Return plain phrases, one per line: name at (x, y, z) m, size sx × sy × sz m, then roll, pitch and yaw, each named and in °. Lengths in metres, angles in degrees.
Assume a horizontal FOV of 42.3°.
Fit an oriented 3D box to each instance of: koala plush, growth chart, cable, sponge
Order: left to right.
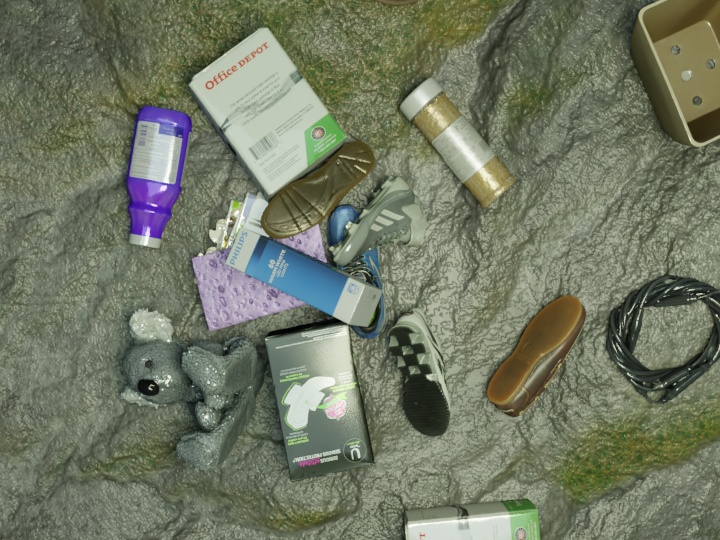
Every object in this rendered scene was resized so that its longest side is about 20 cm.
koala plush at (-0.255, 0.155, 1.343) m, size 0.196 × 0.184 × 0.181 m, roll 13°, pitch 112°, yaw 15°
growth chart at (-0.156, -0.042, 1.403) m, size 0.143 × 0.018 × 0.202 m, roll 29°, pitch 89°, yaw -1°
sponge at (-0.143, 0.009, 1.382) m, size 0.196 × 0.030 × 0.114 m, roll -15°, pitch 91°, yaw 0°
cable at (0.470, 0.091, 1.408) m, size 0.199 × 0.051 × 0.164 m, roll -39°, pitch 86°, yaw 2°

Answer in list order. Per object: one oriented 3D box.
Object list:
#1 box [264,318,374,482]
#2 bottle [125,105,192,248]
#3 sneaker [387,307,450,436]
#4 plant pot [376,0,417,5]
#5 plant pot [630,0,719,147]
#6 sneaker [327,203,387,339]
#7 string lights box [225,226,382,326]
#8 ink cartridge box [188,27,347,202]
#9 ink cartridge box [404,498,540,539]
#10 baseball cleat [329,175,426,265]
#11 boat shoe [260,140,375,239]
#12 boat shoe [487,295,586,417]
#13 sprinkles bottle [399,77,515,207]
box at (-0.059, 0.180, 1.340) m, size 0.122 × 0.149 × 0.204 m, roll -10°, pitch 90°, yaw -3°
bottle at (-0.303, -0.136, 1.375) m, size 0.082 × 0.065 × 0.204 m, roll 9°, pitch 90°, yaw -1°
sneaker at (0.100, 0.149, 1.385) m, size 0.073 × 0.089 × 0.203 m, roll -3°, pitch 115°, yaw 23°
plant pot at (0.052, -0.516, 1.336) m, size 0.199 × 0.200 × 0.176 m, roll 35°, pitch 73°, yaw -1°
plant pot at (0.497, -0.297, 1.337) m, size 0.197 × 0.177 × 0.203 m, roll -24°, pitch 90°, yaw -1°
sneaker at (0.000, 0.000, 1.371) m, size 0.077 × 0.089 × 0.204 m, roll -15°, pitch 88°, yaw -1°
string lights box at (-0.076, 0.009, 1.291) m, size 0.197 × 0.103 × 0.060 m, roll 24°, pitch 91°, yaw 17°
ink cartridge box at (-0.137, -0.227, 1.363) m, size 0.146 × 0.083 × 0.201 m, roll -36°, pitch 91°, yaw -9°
ink cartridge box at (0.165, 0.426, 1.378) m, size 0.196 × 0.084 × 0.149 m, roll -4°, pitch 90°, yaw -1°
baseball cleat at (0.038, -0.058, 1.340) m, size 0.106 × 0.070 × 0.201 m, roll 42°, pitch 51°, yaw -6°
boat shoe at (-0.062, -0.111, 1.370) m, size 0.199 × 0.065 × 0.074 m, roll -36°, pitch 88°, yaw -11°
boat shoe at (0.270, 0.130, 1.394) m, size 0.201 × 0.070 × 0.070 m, roll -49°, pitch 129°, yaw 2°
sprinkles bottle at (0.144, -0.190, 1.384) m, size 0.068 × 0.068 × 0.201 m, roll -40°, pitch 91°, yaw -1°
